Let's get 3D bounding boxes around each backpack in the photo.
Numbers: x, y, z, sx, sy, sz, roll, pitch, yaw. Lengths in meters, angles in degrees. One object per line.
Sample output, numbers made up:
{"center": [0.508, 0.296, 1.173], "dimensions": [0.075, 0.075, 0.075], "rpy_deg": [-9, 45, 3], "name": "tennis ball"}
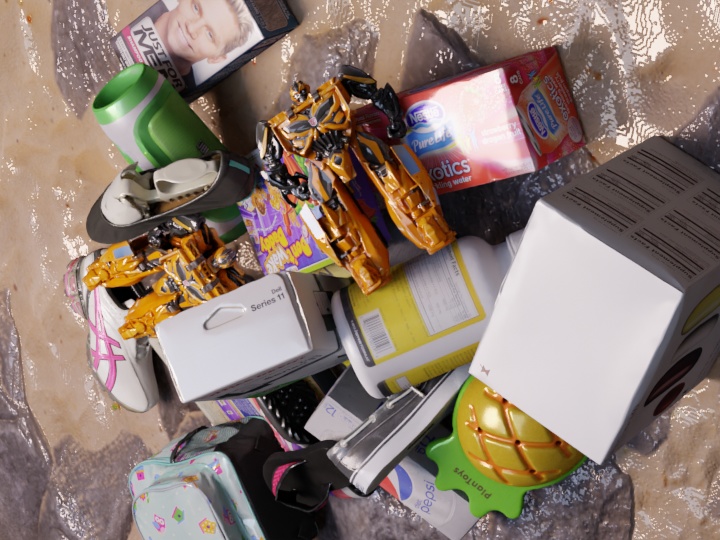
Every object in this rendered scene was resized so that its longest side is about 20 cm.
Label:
{"center": [-0.171, 0.270, 1.893], "dimensions": [0.200, 0.153, 0.176], "rpy_deg": [-9, 112, 50], "name": "backpack"}

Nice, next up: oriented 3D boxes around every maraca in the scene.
{"center": [0.148, 0.158, 1.604], "dimensions": [0.137, 0.107, 0.200], "rpy_deg": [38, 117, 2], "name": "maraca"}

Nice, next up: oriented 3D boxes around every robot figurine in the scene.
{"center": [-0.007, -0.087, 1.508], "dimensions": [0.145, 0.058, 0.200], "rpy_deg": [-34, 90, 9], "name": "robot figurine"}
{"center": [-0.201, 0.011, 1.753], "dimensions": [0.200, 0.058, 0.145], "rpy_deg": [-17, 112, 47], "name": "robot figurine"}

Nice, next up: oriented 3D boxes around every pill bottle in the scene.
{"center": [0.082, 0.035, 1.565], "dimensions": [0.200, 0.112, 0.112], "rpy_deg": [-23, 94, 6], "name": "pill bottle"}

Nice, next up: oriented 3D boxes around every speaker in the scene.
{"center": [-0.188, -0.120, 1.733], "dimensions": [0.088, 0.089, 0.200], "rpy_deg": [-14, 127, 42], "name": "speaker"}

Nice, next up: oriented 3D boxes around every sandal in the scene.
{"center": [-0.059, 0.222, 1.741], "dimensions": [0.075, 0.045, 0.200], "rpy_deg": [35, 153, -9], "name": "sandal"}

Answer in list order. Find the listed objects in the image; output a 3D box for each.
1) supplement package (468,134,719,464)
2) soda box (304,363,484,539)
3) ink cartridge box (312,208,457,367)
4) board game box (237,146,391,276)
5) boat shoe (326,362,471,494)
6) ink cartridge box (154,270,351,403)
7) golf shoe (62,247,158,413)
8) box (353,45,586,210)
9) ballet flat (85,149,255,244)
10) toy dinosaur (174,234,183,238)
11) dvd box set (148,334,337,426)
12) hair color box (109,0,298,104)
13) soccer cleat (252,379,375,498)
{"center": [0.230, 0.022, 1.427], "dimensions": [0.147, 0.200, 0.191], "rpy_deg": [35, 128, 23], "name": "supplement package"}
{"center": [0.046, 0.185, 1.701], "dimensions": [0.200, 0.068, 0.063], "rpy_deg": [37, 133, 2], "name": "soda box"}
{"center": [0.000, 0.000, 1.710], "dimensions": [0.200, 0.047, 0.198], "rpy_deg": [39, 130, 16], "name": "ink cartridge box"}
{"center": [-0.056, -0.067, 1.639], "dimensions": [0.200, 0.045, 0.135], "rpy_deg": [-22, 90, 62], "name": "board game box"}
{"center": [0.050, 0.127, 1.639], "dimensions": [0.068, 0.074, 0.199], "rpy_deg": [43, 86, 13], "name": "boat shoe"}
{"center": [-0.090, 0.065, 1.614], "dimensions": [0.146, 0.200, 0.083], "rpy_deg": [-23, 81, 15], "name": "ink cartridge box"}
{"center": [-0.278, 0.072, 1.945], "dimensions": [0.092, 0.073, 0.200], "rpy_deg": [-16, 98, 40], "name": "golf shoe"}
{"center": [0.093, -0.130, 1.542], "dimensions": [0.200, 0.095, 0.100], "rpy_deg": [-11, 100, 41], "name": "box"}
{"center": [-0.202, -0.082, 1.660], "dimensions": [0.200, 0.068, 0.068], "rpy_deg": [-18, 64, 19], "name": "ballet flat"}
{"center": [-0.196, -0.030, 1.855], "dimensions": [0.101, 0.058, 0.200], "rpy_deg": [50, 151, 40], "name": "toy dinosaur"}
{"center": [-0.123, 0.110, 1.831], "dimensions": [0.200, 0.029, 0.146], "rpy_deg": [-10, 125, 41], "name": "dvd box set"}
{"center": [-0.166, -0.246, 1.727], "dimensions": [0.200, 0.060, 0.100], "rpy_deg": [-29, 90, 42], "name": "hair color box"}
{"center": [-0.064, 0.177, 1.785], "dimensions": [0.073, 0.068, 0.200], "rpy_deg": [-17, 125, 44], "name": "soccer cleat"}
